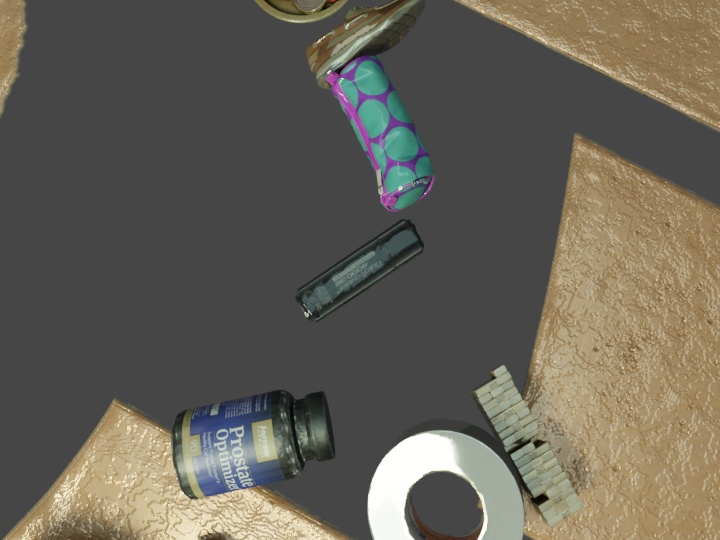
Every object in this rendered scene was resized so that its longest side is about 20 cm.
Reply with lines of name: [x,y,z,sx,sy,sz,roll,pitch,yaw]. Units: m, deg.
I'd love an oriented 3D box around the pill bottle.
pill bottle: [-0.135,0.219,0.884,0.194,0.112,0.115,-12,81,0]

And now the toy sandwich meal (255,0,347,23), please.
toy sandwich meal: [-0.094,-0.466,1.004,0.198,0.070,0.212,0,82,1]

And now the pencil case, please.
pencil case: [0.031,-0.191,0.953,0.091,0.085,0.204,-20,80,-30]

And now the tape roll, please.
tape roll: [0.109,0.297,0.867,0.194,0.066,0.207,0,92,13]

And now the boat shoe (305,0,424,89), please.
boat shoe: [0.005,-0.348,0.984,0.198,0.076,0.073,-36,80,-5]

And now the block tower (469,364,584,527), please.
block tower: [0.214,0.229,0.903,0.057,0.054,0.204,-27,81,-3]

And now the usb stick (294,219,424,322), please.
usb stick: [0.000,0.000,0.953,0.197,0.033,0.056,-34,89,-4]
